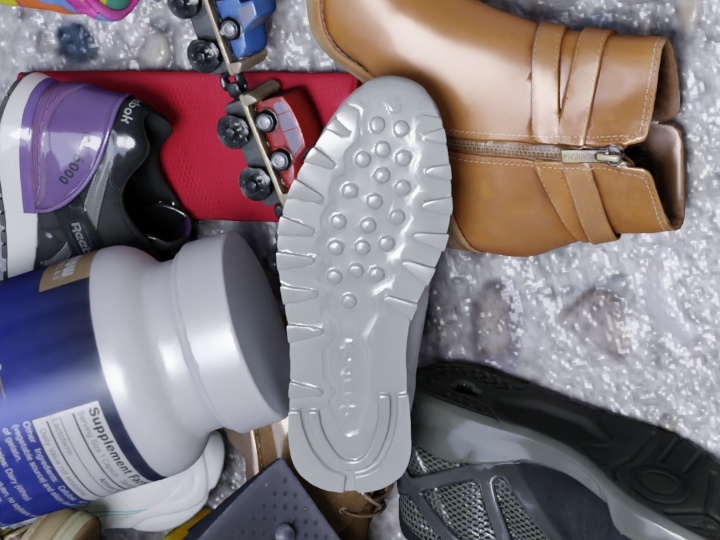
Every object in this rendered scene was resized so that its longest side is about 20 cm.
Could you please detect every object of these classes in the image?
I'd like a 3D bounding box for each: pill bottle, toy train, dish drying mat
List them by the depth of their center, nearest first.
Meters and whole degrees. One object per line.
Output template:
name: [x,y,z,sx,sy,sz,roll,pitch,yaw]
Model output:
pill bottle: [-0.140,0.054,1.228,0.200,0.116,0.116,-17,99,11]
toy train: [-0.041,-0.065,1.230,0.046,0.034,0.200,-17,99,29]
dish drying mat: [-0.084,-0.063,1.286,0.200,0.018,0.077,3,109,29]

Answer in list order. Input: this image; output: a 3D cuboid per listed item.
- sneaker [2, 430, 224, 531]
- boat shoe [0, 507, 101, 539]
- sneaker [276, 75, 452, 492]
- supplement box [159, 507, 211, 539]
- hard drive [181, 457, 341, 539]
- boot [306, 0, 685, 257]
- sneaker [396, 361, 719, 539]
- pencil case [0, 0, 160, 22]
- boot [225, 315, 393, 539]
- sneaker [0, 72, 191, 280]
sneaker: [-0.167,0.118,1.352,0.200,0.070,0.080,-32,131,29]
boat shoe: [-0.195,0.174,1.314,0.063,0.073,0.200,41,133,3]
sneaker: [0.000,0.000,1.177,0.076,0.081,0.200,11,113,2]
supplement box: [-0.121,0.226,1.300,0.110,0.200,0.109,47,123,6]
hard drive: [-0.068,0.199,1.198,0.042,0.200,0.135,-11,120,46]
boot: [0.063,-0.098,1.154,0.155,0.077,0.200,0,110,31]
sneaker: [0.101,0.127,1.219,0.199,0.076,0.114,19,117,26]
pencil case: [-0.191,-0.176,1.270,0.200,0.088,0.088,12,113,23]
boot: [-0.014,0.119,1.285,0.075,0.074,0.200,-7,101,22]
sneaker: [-0.129,-0.001,1.289,0.087,0.076,0.200,10,127,17]
